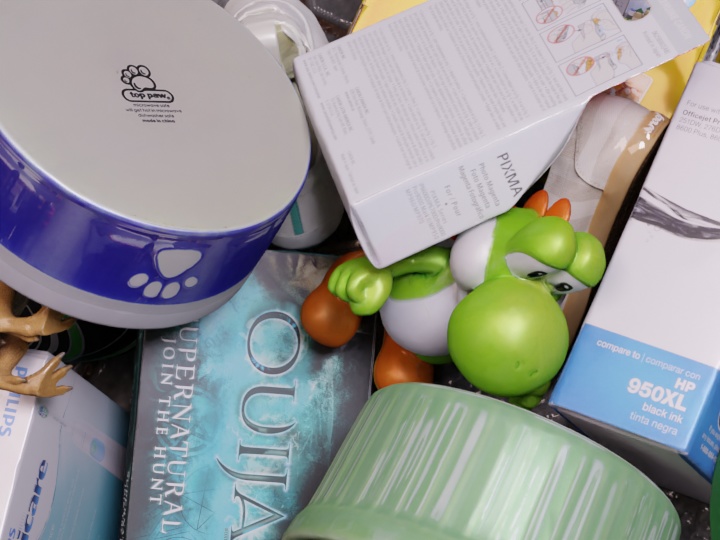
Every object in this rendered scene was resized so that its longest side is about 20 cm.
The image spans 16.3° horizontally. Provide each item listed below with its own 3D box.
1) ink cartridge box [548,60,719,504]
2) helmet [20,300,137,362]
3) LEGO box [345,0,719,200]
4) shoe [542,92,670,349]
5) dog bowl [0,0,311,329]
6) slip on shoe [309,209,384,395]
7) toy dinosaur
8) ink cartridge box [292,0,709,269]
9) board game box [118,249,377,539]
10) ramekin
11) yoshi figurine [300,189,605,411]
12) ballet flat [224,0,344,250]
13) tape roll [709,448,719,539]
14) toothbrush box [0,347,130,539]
[{"bbox_3d":[0.193,0.012,1.318,0.084,0.145,0.200,19,80,29],"label":"ink cartridge box"},{"bbox_3d":[-0.174,-0.037,1.495,0.200,0.191,0.200,4,62,-8],"label":"helmet"},{"bbox_3d":[0.105,-0.134,1.431,0.200,0.077,0.149,22,81,15],"label":"LEGO box"},{"bbox_3d":[0.113,-0.018,1.361,0.053,0.200,0.070,26,42,8],"label":"shoe"},{"bbox_3d":[-0.129,-0.070,1.327,0.079,0.200,0.200,-54,50,40],"label":"dog bowl"},{"bbox_3d":[0.000,0.000,1.468,0.076,0.061,0.200,-6,68,24],"label":"slip on shoe"},{"bbox_3d":[-0.205,0.031,1.332,0.106,0.060,0.200,25,56,35],"label":"toy dinosaur"},{"bbox_3d":[0.073,-0.097,1.319,0.200,0.057,0.163,-21,34,0],"label":"ink cartridge box"},{"bbox_3d":[-0.062,0.087,1.405,0.135,0.028,0.200,5,91,-15],"label":"board game box"},{"bbox_3d":[0.068,0.140,1.305,0.200,0.200,0.098,14,69,30],"label":"ramekin"},{"bbox_3d":[0.048,0.028,1.310,0.200,0.112,0.112,-21,84,56],"label":"yoshi figurine"},{"bbox_3d":[-0.048,-0.105,1.457,0.069,0.069,0.200,-23,53,17],"label":"ballet flat"},{"bbox_3d":[0.274,0.120,1.236,0.200,0.048,0.201,0,83,-4],"label":"tape roll"},{"bbox_3d":[-0.194,0.135,1.424,0.085,0.200,0.147,9,75,17],"label":"toothbrush box"}]
